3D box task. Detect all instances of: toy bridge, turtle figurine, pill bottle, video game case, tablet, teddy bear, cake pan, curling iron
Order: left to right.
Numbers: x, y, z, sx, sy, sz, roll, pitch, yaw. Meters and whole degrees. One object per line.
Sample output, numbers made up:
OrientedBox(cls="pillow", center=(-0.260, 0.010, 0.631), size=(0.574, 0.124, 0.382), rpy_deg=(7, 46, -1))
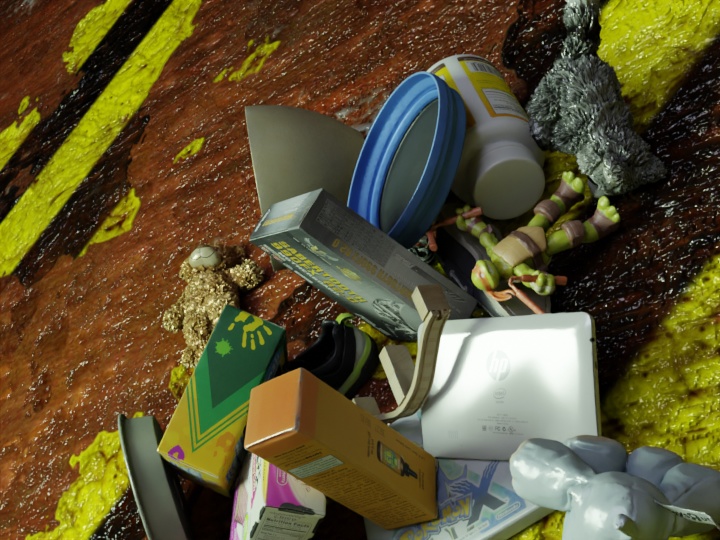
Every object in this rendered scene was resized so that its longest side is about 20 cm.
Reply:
OrientedBox(cls="cake pan", center=(-0.216, 0.246, 1.287), size=(0.037, 0.200, 0.200), rpy_deg=(-18, 38, -7))
OrientedBox(cls="teddy bear", center=(-0.192, 0.037, 1.524), size=(0.145, 0.067, 0.200), rpy_deg=(-18, 49, 35))
OrientedBox(cls="toy bridge", center=(0.040, 0.103, 1.141), size=(0.200, 0.027, 0.067), rpy_deg=(-63, 38, 42))
OrientedBox(cls="curling iron", center=(0.087, 0.016, 1.270), size=(0.050, 0.026, 0.200), rpy_deg=(-44, 37, 8))
OrientedBox(cls="video game case", center=(0.083, 0.195, 1.126), size=(0.200, 0.022, 0.182), rpy_deg=(-37, 39, 21))
OrientedBox(cls="pill bottle", center=(0.131, -0.144, 1.286), size=(0.109, 0.109, 0.200), rpy_deg=(-40, 37, 17))
OrientedBox(cls="tablet", center=(0.130, 0.107, 1.073), size=(0.200, 0.014, 0.130), rpy_deg=(-6, 85, 44))
OrientedBox(cls="turtle figurine", center=(0.170, -0.019, 1.142), size=(0.161, 0.064, 0.200), rpy_deg=(-33, 38, -13))

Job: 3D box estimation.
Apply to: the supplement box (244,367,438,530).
OrientedBox(cls="supplement box", center=(-0.012, 0.166, 1.067), size=(0.069, 0.200, 0.067), rpy_deg=(-27, 42, 32))

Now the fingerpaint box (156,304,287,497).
OrientedBox(cls="fingerpaint box", center=(-0.141, 0.147, 1.274), size=(0.200, 0.073, 0.167), rpy_deg=(99, -166, -73))

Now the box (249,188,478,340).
OrientedBox(cls="box", center=(0.000, 0.000, 1.199), size=(0.048, 0.200, 0.158), rpy_deg=(-59, 18, -14))

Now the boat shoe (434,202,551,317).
OrientedBox(cls="boat shoe", center=(0.131, 0.010, 1.211), size=(0.200, 0.073, 0.063), rpy_deg=(-121, 38, -45))

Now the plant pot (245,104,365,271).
OrientedBox(cls="plant pot", center=(-0.056, -0.108, 1.423), size=(0.134, 0.200, 0.200), rpy_deg=(-10, 43, -3))

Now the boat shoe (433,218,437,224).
OrientedBox(cls="boat shoe", center=(0.049, -0.126, 1.393), size=(0.064, 0.071, 0.200), rpy_deg=(-31, 42, 25))

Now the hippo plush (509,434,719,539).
OrientedBox(cls="hippo plush", center=(0.201, 0.228, 0.905), size=(0.200, 0.159, 0.161), rpy_deg=(-151, 66, -68))

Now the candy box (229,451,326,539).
OrientedBox(cls="candy box", center=(-0.083, 0.221, 1.170), size=(0.200, 0.061, 0.137), rpy_deg=(115, 162, -48))

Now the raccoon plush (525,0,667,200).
OrientedBox(cls="raccoon plush", center=(0.231, -0.166, 1.151), size=(0.097, 0.200, 0.134), rpy_deg=(-23, 33, -17))

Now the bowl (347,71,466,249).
OrientedBox(cls="bowl", center=(0.048, -0.109, 1.246), size=(0.201, 0.039, 0.201), rpy_deg=(-51, 28, 41))

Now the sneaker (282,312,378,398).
OrientedBox(cls="sneaker", center=(-0.066, 0.130, 1.292), size=(0.200, 0.083, 0.072), rpy_deg=(-53, 35, -1))
